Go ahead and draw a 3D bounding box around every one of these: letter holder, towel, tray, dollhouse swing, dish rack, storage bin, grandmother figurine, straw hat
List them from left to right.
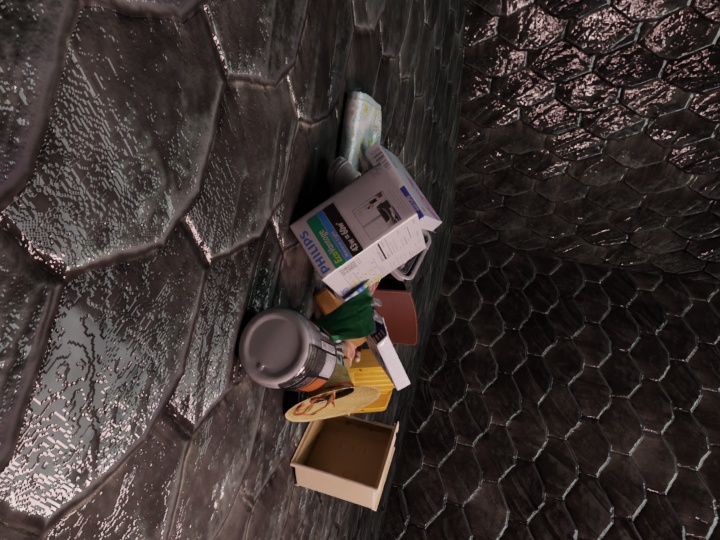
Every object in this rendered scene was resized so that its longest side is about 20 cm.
[{"bbox_3d":[-0.065,0.239,1.067,0.201,0.199,0.086,72,1,-60],"label":"straw hat"},{"bbox_3d":[-0.041,0.110,1.160,0.037,0.099,0.200,-34,160,0],"label":"tray"},{"bbox_3d":[-0.029,0.416,1.190,0.199,0.198,0.094,-62,158,-50],"label":"storage bin"},{"bbox_3d":[-0.024,0.177,1.342,0.200,0.060,0.122,-48,137,-68],"label":"grandmother figurine"},{"bbox_3d":[0.003,-0.297,1.154,0.200,0.048,0.173,-23,121,-72],"label":"towel"},{"bbox_3d":[0.016,0.347,1.408,0.177,0.180,0.201,-94,-178,-51],"label":"dollhouse swing"},{"bbox_3d":[0.075,-0.076,1.204,0.043,0.172,0.200,-36,-166,40],"label":"dish rack"},{"bbox_3d":[0.091,0.092,1.363,0.101,0.141,0.201,-66,154,-44],"label":"letter holder"}]

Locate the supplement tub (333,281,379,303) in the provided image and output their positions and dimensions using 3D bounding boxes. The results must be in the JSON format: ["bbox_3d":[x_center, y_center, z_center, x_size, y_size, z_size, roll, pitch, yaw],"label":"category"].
[{"bbox_3d":[0.000,0.000,1.215,0.200,0.106,0.108,-58,154,-56],"label":"supplement tub"}]

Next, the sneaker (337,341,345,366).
[{"bbox_3d":[-0.065,0.175,1.146,0.200,0.073,0.089,72,33,-62],"label":"sneaker"}]

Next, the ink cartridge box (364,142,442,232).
[{"bbox_3d":[0.107,-0.181,1.158,0.197,0.043,0.200,57,19,12],"label":"ink cartridge box"}]

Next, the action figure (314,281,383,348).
[{"bbox_3d":[-0.048,0.113,0.994,0.055,0.199,0.119,44,30,-34],"label":"action figure"}]

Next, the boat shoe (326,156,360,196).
[{"bbox_3d":[-0.017,-0.159,1.071,0.071,0.070,0.200,-49,163,-13],"label":"boat shoe"}]

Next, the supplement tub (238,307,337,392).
[{"bbox_3d":[-0.110,0.138,0.860,0.200,0.121,0.124,54,47,-71],"label":"supplement tub"}]

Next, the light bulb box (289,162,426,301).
[{"bbox_3d":[0.004,-0.062,0.970,0.199,0.125,0.198,-34,161,1],"label":"light bulb box"}]

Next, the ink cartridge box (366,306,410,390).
[{"bbox_3d":[0.037,0.160,1.247,0.201,0.040,0.200,67,-9,-26],"label":"ink cartridge box"}]
